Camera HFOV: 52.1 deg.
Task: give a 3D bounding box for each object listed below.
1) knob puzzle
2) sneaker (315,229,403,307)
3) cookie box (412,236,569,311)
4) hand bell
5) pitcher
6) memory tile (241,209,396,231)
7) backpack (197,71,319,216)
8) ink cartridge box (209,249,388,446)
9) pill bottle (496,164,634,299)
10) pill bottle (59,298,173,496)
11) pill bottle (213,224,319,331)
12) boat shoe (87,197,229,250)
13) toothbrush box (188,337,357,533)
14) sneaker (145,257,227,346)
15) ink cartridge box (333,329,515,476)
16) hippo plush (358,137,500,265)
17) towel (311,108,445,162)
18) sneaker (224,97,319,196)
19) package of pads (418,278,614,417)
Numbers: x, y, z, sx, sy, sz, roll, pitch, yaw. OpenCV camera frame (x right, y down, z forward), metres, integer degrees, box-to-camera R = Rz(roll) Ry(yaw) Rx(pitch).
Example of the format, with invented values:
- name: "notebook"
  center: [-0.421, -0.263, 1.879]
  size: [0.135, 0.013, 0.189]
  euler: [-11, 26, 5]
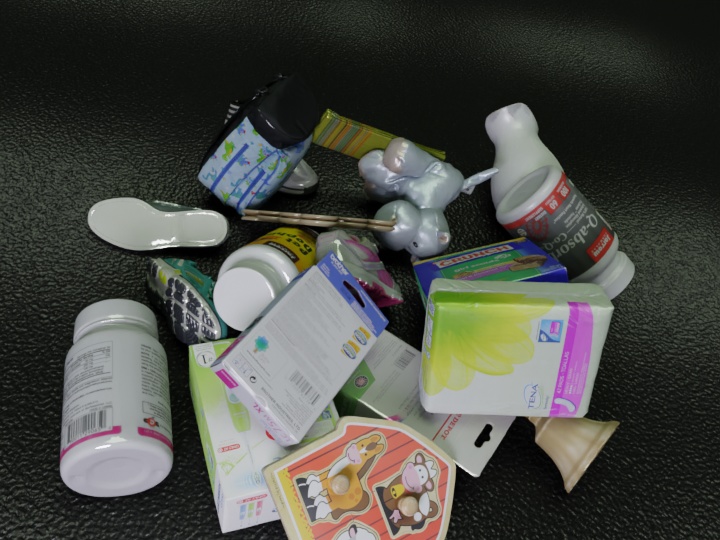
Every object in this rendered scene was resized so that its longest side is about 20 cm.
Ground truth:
- name: "knob puzzle"
  center: [0.021, 0.246, 0.770]
  size: [0.219, 0.030, 0.220]
  euler: [4, 80, -22]
- name: "sneaker"
  center: [0.000, 0.000, 0.970]
  size: [0.081, 0.200, 0.088]
  euler: [-13, 70, 15]
- name: "cookie box"
  center: [0.166, 0.026, 0.963]
  size: [0.171, 0.075, 0.200]
  euler: [-14, 13, 1]
- name: "hand bell"
  center: [0.205, 0.169, 0.914]
  size: [0.200, 0.104, 0.104]
  euler: [36, 50, 22]
- name: "pitcher"
  center: [0.284, -0.153, 1.236]
  size: [0.121, 0.172, 0.200]
  euler: [-22, 58, 25]
- name: "memory tile"
  center: [-0.063, -0.071, 1.041]
  size: [0.153, 0.017, 0.200]
  euler: [2, 5, -40]
- name: "backpack"
  center: [-0.154, -0.175, 1.089]
  size: [0.154, 0.200, 0.163]
  euler: [54, 30, -19]
- name: "ink cartridge box"
  center: [-0.060, 0.081, 0.819]
  size: [0.119, 0.042, 0.200]
  euler: [50, 53, -11]
- name: "pill bottle"
  center: [0.305, -0.049, 1.088]
  size: [0.200, 0.116, 0.116]
  euler: [44, 45, -13]
- name: "pill bottle"
  center: [-0.272, 0.137, 0.824]
  size: [0.113, 0.113, 0.200]
  euler: [-3, 48, -16]
- name: "pill bottle"
  center: [-0.110, 0.010, 0.935]
  size: [0.109, 0.109, 0.200]
  euler: [21, 18, 7]
- name: "boat shoe"
  center: [-0.288, -0.064, 1.064]
  size: [0.200, 0.073, 0.062]
  euler: [4, 3, 0]
- name: "toothbrush box"
  center: [-0.107, 0.175, 0.846]
  size: [0.145, 0.086, 0.200]
  euler: [-8, 51, -20]
- name: "sneaker"
  center: [-0.212, 0.031, 0.945]
  size: [0.080, 0.078, 0.200]
  euler: [-5, 29, -33]
- name: "ink cartridge box"
  center: [0.074, 0.174, 0.901]
  size: [0.200, 0.067, 0.117]
  euler: [31, 48, 18]
- name: "hippo plush"
  center: [0.082, -0.087, 1.127]
  size: [0.200, 0.159, 0.161]
  euler: [16, 67, -19]
- name: "towel"
  center: [0.025, -0.190, 1.131]
  size: [0.200, 0.086, 0.018]
  euler: [16, 68, -19]
- name: "sneaker"
  center: [-0.145, -0.207, 1.180]
  size: [0.200, 0.115, 0.076]
  euler: [35, 49, 19]
- name: "package of pads"
  center: [0.170, 0.091, 0.838]
  size: [0.200, 0.155, 0.068]
  euler: [3, 28, -2]
